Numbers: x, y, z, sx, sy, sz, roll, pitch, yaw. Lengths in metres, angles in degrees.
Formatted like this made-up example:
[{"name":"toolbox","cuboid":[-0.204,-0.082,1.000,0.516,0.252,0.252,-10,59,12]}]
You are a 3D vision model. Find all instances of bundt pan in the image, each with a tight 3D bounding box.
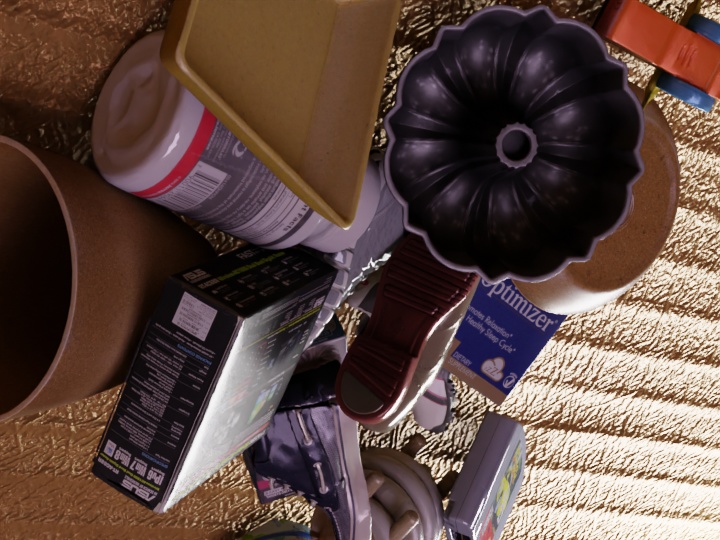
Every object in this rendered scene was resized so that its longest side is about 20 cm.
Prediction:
[{"name":"bundt pan","cuboid":[0.106,-0.094,1.035,0.199,0.076,0.205,-1,97,-11]}]

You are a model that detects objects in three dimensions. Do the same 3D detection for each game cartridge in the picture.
[{"name":"game cartridge","cuboid":[0.128,0.223,1.396,0.040,0.134,0.201,16,156,16]}]

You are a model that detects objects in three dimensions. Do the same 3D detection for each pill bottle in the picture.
[{"name":"pill bottle","cuboid":[-0.080,-0.080,0.977,0.199,0.111,0.111,23,120,-42]}]

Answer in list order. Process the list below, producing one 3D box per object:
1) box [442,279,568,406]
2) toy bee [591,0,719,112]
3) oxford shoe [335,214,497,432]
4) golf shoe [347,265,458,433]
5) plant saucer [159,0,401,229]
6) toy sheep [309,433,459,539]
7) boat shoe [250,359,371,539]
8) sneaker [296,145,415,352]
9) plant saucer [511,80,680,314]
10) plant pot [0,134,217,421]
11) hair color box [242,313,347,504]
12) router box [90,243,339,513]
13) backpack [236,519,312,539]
[{"name":"box","cuboid":[0.135,0.005,1.169,0.121,0.032,0.201,34,92,-37]},{"name":"toy bee","cuboid":[0.257,-0.158,1.095,0.131,0.109,0.200,-43,108,3]},{"name":"oxford shoe","cuboid":[0.048,0.036,1.099,0.201,0.070,0.075,-56,154,-10]},{"name":"golf shoe","cuboid":[0.038,0.069,1.235,0.087,0.078,0.202,-13,130,-4]},{"name":"plant saucer","cuboid":[-0.054,-0.156,0.884,0.048,0.202,0.200,-5,150,31]},{"name":"toy sheep","cuboid":[0.024,0.233,1.347,0.199,0.138,0.138,-23,151,-54]},{"name":"boat shoe","cuboid":[-0.046,0.169,1.192,0.092,0.075,0.202,-13,123,-8]},{"name":"sneaker","cuboid":[0.000,0.000,1.121,0.115,0.075,0.201,11,117,-42]},{"name":"plant saucer","cuboid":[0.200,-0.056,1.141,0.198,0.035,0.203,-12,112,-32]},{"name":"plant pot","cuboid":[-0.195,0.010,0.979,0.187,0.187,0.199,-47,154,22]},{"name":"hair color box","cuboid":[-0.061,0.116,1.232,0.099,0.061,0.201,-17,138,-11]},{"name":"router box","cuboid":[-0.098,0.066,0.983,0.151,0.062,0.200,-66,168,15]},{"name":"backpack","cuboid":[-0.067,0.341,1.419,0.162,0.155,0.200,-28,161,10]}]
